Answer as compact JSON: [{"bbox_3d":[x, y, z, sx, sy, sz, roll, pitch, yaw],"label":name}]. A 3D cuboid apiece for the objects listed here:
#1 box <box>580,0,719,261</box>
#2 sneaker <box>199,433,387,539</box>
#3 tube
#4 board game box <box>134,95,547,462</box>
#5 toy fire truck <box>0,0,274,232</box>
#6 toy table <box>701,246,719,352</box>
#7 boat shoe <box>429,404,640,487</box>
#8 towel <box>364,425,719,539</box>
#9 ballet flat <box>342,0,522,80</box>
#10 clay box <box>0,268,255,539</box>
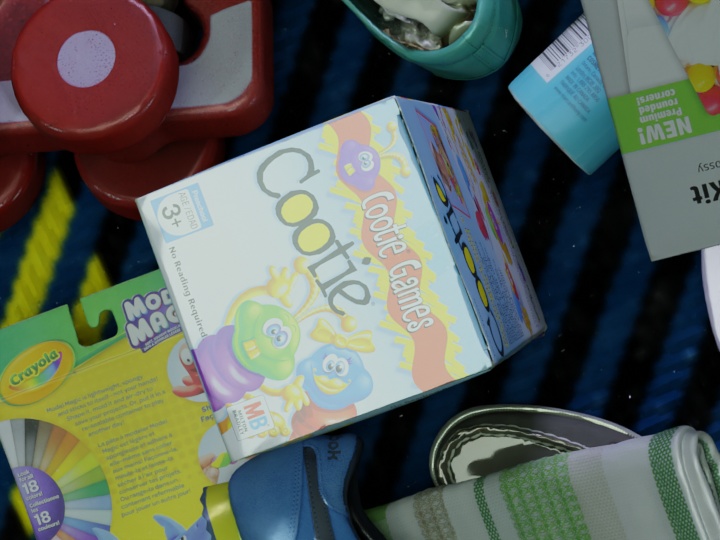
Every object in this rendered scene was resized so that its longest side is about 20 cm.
[{"bbox_3d":[0.151,-0.118,0.814,0.156,0.041,0.200,-14,107,9],"label":"box"},{"bbox_3d":[0.006,0.163,0.937,0.078,0.066,0.201,-22,89,4],"label":"sneaker"},{"bbox_3d":[0.148,-0.126,0.951,0.200,0.050,0.077,-44,51,9],"label":"tube"},{"bbox_3d":[0.000,0.000,0.907,0.103,0.200,0.105,-21,88,10],"label":"board game box"},{"bbox_3d":[-0.138,-0.112,0.982,0.199,0.112,0.168,-5,73,9],"label":"toy fire truck"},{"bbox_3d":[0.202,-0.030,0.914,0.183,0.117,0.201,3,92,10],"label":"toy table"},{"bbox_3d":[0.120,0.113,0.961,0.201,0.060,0.072,26,96,8],"label":"boat shoe"},{"bbox_3d":[0.084,0.148,0.938,0.200,0.031,0.150,-19,91,43],"label":"towel"},{"bbox_3d":[-0.011,-0.158,0.968,0.200,0.070,0.067,45,99,6],"label":"ballet flat"},{"bbox_3d":[-0.080,0.104,1.002,0.115,0.048,0.200,-20,88,8],"label":"clay box"}]
